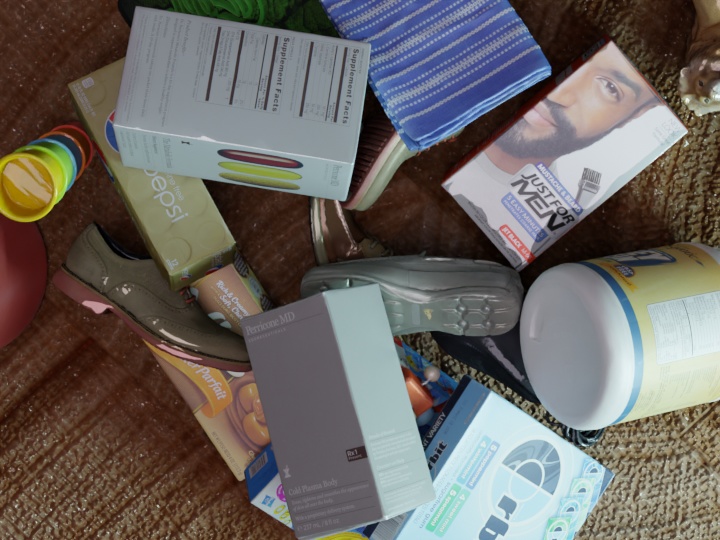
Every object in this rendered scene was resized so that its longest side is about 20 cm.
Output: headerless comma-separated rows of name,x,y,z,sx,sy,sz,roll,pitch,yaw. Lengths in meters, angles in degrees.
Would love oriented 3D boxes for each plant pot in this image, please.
plant pot,-0.410,0.014,1.527,0.200,0.177,0.201,1,104,5

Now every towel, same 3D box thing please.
towel,0.059,-0.216,1.443,0.145,0.024,0.200,-30,73,-2

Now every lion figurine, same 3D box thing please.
lion figurine,0.316,-0.245,1.449,0.122,0.072,0.201,-18,88,23

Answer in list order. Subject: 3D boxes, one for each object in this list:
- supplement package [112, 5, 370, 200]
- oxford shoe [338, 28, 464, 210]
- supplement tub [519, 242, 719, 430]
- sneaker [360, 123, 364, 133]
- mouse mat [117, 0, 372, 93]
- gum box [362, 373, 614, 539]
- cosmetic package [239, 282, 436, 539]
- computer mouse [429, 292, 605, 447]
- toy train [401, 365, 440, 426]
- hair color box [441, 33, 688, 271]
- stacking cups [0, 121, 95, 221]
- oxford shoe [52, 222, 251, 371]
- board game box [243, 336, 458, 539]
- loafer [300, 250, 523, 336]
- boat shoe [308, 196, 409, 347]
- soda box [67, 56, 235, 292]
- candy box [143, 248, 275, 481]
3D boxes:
supplement package,-0.098,-0.139,1.395,0.199,0.114,0.110,9,76,-1
oxford shoe,0.056,-0.128,1.480,0.075,0.070,0.200,36,90,-25
supplement tub,0.257,0.053,1.451,0.200,0.145,0.145,-10,107,-29
sneaker,-0.096,-0.133,1.502,0.199,0.087,0.074,14,106,2
mouse mat,-0.101,-0.204,1.470,0.161,0.008,0.200,-34,81,-9
gum box,0.121,0.212,1.503,0.200,0.045,0.170,35,87,-40
cosmetic package,-0.020,0.119,1.419,0.107,0.090,0.201,-21,85,36
computer mouse,0.155,0.061,1.520,0.200,0.139,0.053,27,148,7
toy train,0.045,0.184,1.497,0.150,0.056,0.200,-33,118,8
hair color box,0.184,-0.106,1.495,0.200,0.064,0.111,-41,97,13
stacking cups,-0.279,-0.094,1.472,0.060,0.200,0.061,0,104,2
oxford shoe,-0.179,0.026,1.500,0.200,0.070,0.075,28,96,-2
board game box,0.028,0.185,1.558,0.196,0.056,0.200,36,106,-25
loafer,0.047,0.018,1.483,0.199,0.070,0.070,6,127,6
boat shoe,0.000,0.000,1.541,0.074,0.076,0.201,-13,111,3
soda box,-0.185,-0.086,1.467,0.068,0.064,0.200,-27,79,-11
candy box,-0.120,0.087,1.579,0.115,0.055,0.200,-31,99,11
